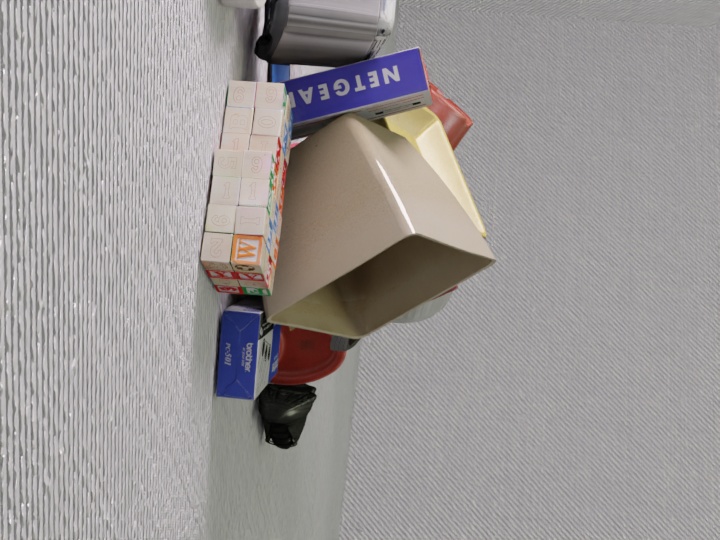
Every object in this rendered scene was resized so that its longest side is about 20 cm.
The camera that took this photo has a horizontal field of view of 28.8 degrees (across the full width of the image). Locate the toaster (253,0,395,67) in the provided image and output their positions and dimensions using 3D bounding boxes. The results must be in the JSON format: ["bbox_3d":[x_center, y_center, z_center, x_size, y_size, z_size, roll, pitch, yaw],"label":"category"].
[{"bbox_3d":[-0.037,-0.284,1.496,0.200,0.128,0.114,146,-52,-76],"label":"toaster"}]

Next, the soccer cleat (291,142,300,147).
[{"bbox_3d":[-0.076,-0.073,1.827,0.067,0.076,0.201,84,11,-70],"label":"soccer cleat"}]

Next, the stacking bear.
[{"bbox_3d":[-0.070,0.047,1.894,0.200,0.113,0.122,-88,180,-57],"label":"stacking bear"}]

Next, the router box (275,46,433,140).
[{"bbox_3d":[-0.019,-0.194,1.580,0.179,0.199,0.049,-21,97,-86],"label":"router box"}]

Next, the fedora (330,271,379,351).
[{"bbox_3d":[0.000,0.000,1.741,0.200,0.090,0.177,-57,171,12],"label":"fedora"}]

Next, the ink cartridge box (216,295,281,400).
[{"bbox_3d":[-0.121,0.082,1.569,0.200,0.044,0.095,-54,149,-84],"label":"ink cartridge box"}]

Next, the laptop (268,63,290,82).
[{"bbox_3d":[-0.051,-0.253,1.762,0.104,0.200,0.177,55,8,-4],"label":"laptop"}]

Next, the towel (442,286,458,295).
[{"bbox_3d":[0.024,-0.021,1.816,0.200,0.144,0.023,56,18,-36],"label":"towel"}]

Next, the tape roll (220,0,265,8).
[{"bbox_3d":[-0.107,-0.351,1.336,0.203,0.037,0.204,5,90,-87],"label":"tape roll"}]

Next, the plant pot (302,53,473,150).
[{"bbox_3d":[0.040,-0.179,1.946,0.195,0.201,0.201,-50,-177,10],"label":"plant pot"}]

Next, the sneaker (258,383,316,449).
[{"bbox_3d":[-0.099,0.197,1.882,0.200,0.076,0.091,16,86,-83],"label":"sneaker"}]

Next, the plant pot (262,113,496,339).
[{"bbox_3d":[-0.002,-0.055,1.553,0.200,0.199,0.178,16,49,-57],"label":"plant pot"}]

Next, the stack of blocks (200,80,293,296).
[{"bbox_3d":[-0.111,-0.087,1.412,0.115,0.058,0.201,81,14,-73],"label":"stack of blocks"}]

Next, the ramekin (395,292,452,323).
[{"bbox_3d":[0.051,-0.006,2.028,0.203,0.201,0.095,-79,177,-58],"label":"ramekin"}]

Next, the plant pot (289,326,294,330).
[{"bbox_3d":[-0.088,-0.028,1.681,0.200,0.027,0.201,171,-90,-86],"label":"plant pot"}]

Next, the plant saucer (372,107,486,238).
[{"bbox_3d":[0.065,-0.136,1.750,0.200,0.048,0.201,27,37,-54],"label":"plant saucer"}]
